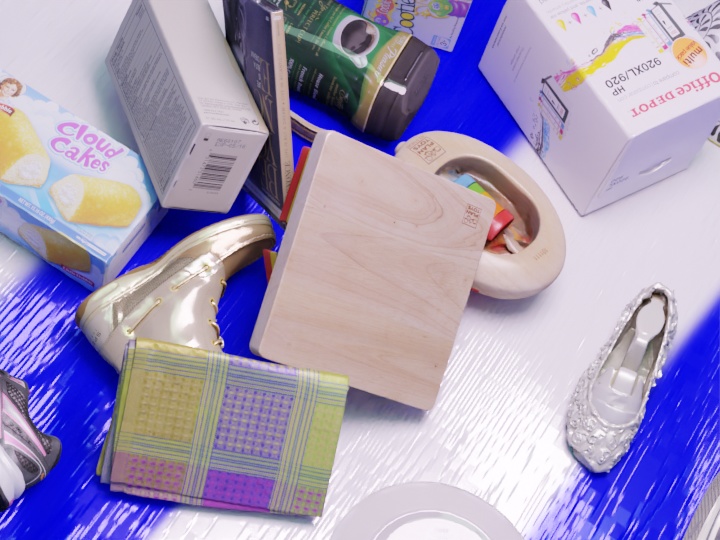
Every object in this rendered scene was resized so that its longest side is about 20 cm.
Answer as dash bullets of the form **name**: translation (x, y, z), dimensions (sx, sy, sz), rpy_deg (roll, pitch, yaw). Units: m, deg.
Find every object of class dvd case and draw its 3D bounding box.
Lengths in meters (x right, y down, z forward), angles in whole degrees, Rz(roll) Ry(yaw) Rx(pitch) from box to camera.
- **dvd case**: translation (-0.093, -0.152, 1.679), dimensions (0.016, 0.202, 0.149), rpy_deg (-11, 24, -18)

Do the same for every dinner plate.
- **dinner plate**: translation (0.064, 0.271, 1.602), dimensions (0.198, 0.024, 0.202), rpy_deg (6, 58, -10)

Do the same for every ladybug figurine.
- **ladybug figurine**: translation (0.105, -0.048, 1.767), dimensions (0.135, 0.072, 0.200), rpy_deg (-36, 74, -27)

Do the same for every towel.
- **towel**: translation (-0.117, 0.134, 1.581), dimensions (0.198, 0.145, 0.023), rpy_deg (9, 21, -8)

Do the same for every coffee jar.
- **coffee jar**: translation (-0.026, -0.210, 1.823), dimensions (0.199, 0.086, 0.105), rpy_deg (28, 55, 5)

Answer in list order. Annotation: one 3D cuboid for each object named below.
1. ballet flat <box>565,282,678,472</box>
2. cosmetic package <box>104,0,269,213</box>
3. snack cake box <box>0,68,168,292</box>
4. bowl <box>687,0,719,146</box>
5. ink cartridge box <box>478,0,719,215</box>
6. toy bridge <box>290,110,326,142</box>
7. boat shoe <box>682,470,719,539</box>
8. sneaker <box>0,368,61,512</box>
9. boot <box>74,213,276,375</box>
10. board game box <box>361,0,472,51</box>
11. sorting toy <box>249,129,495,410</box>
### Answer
- **ballet flat**: translation (0.244, 0.090, 1.724), dimensions (0.071, 0.072, 0.201), rpy_deg (26, 59, 3)
- **cosmetic package**: translation (-0.161, -0.158, 1.699), dimensions (0.073, 0.104, 0.201), rpy_deg (6, 44, -32)
- **snack cake box**: translation (-0.284, -0.082, 1.702), dimensions (0.199, 0.067, 0.115), rpy_deg (32, 59, 6)
- **bowl**: translation (0.423, -0.223, 1.929), dimensions (0.199, 0.094, 0.202), rpy_deg (5, 59, -9)
- **ink cartridge box**: translation (0.242, -0.191, 1.838), dimensions (0.146, 0.145, 0.201), rpy_deg (-25, 69, -25)
- **toy bridge**: translation (-0.112, -0.141, 1.798), dimensions (0.198, 0.027, 0.068), rpy_deg (9, 57, -6)
- **boat shoe**: translation (0.335, 0.225, 1.663), dimensions (0.062, 0.075, 0.201), rpy_deg (32, 63, 1)
- **sneaker**: translation (-0.329, 0.108, 1.587), dimensions (0.086, 0.080, 0.201), rpy_deg (-26, 77, -38)
- **boot**: translation (-0.132, 0.051, 1.652), dimensions (0.199, 0.073, 0.156), rpy_deg (-29, 69, -19)
- **board game box**: translation (0.074, -0.344, 1.914), dimensions (0.102, 0.105, 0.201), rpy_deg (15, 59, -4)
- **sorting toy**: translation (0.000, 0.000, 1.649), dimensions (0.199, 0.069, 0.201), rpy_deg (20, 86, -36)
